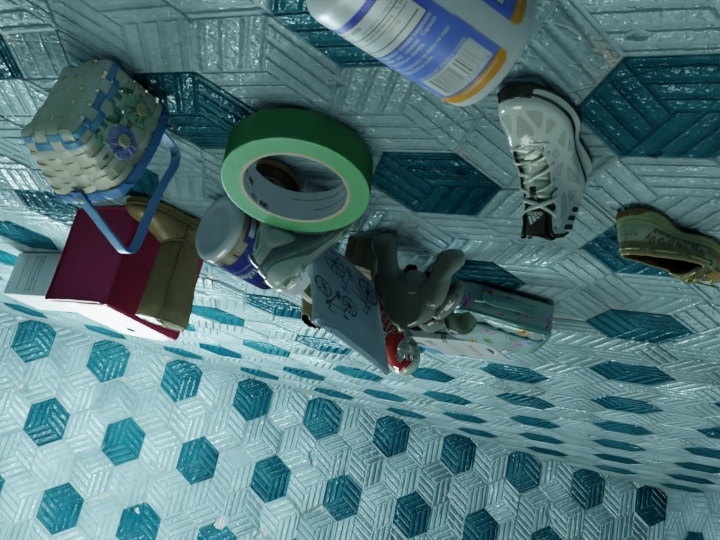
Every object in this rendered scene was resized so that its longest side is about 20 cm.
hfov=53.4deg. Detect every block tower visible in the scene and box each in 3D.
[{"bbox_3d":[0.000,0.000,1.299,0.053,0.059,0.201,12,160,4],"label":"block tower"}]

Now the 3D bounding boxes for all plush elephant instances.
[{"bbox_3d":[0.110,0.045,1.195,0.161,0.206,0.154,6,-176,27],"label":"plush elephant"}]

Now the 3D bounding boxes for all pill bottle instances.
[{"bbox_3d":[0.026,-0.218,0.536,0.197,0.115,0.111,24,160,-27],"label":"pill bottle"},{"bbox_3d":[-0.174,-0.035,1.225,0.114,0.119,0.198,-3,156,42],"label":"pill bottle"}]

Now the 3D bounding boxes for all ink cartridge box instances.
[{"bbox_3d":[0.212,0.135,1.516,0.196,0.068,0.115,1,158,36],"label":"ink cartridge box"}]

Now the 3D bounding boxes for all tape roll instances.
[{"bbox_3d":[-0.082,-0.124,0.932,0.195,0.049,0.202,6,149,3],"label":"tape roll"}]

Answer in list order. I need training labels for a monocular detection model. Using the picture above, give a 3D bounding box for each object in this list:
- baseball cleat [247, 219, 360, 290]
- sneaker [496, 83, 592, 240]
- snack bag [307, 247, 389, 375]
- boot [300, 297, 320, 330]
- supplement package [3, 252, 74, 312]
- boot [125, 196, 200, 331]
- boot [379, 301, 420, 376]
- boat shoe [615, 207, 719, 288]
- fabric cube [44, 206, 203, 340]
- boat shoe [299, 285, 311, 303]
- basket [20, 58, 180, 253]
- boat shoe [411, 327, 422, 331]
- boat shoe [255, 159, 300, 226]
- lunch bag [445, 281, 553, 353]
[{"bbox_3d":[-0.081,-0.061,1.048,0.107,0.200,0.070,50,142,-4],"label":"baseball cleat"},{"bbox_3d":[0.194,-0.100,0.753,0.074,0.118,0.200,0,158,35],"label":"sneaker"},{"bbox_3d":[-0.021,0.052,1.116,0.021,0.203,0.188,-32,131,22],"label":"snack bag"},{"bbox_3d":[-0.096,0.106,1.655,0.072,0.077,0.200,5,161,19],"label":"boot"},{"bbox_3d":[-0.826,0.031,1.904,0.196,0.123,0.121,2,157,33],"label":"supplement package"},{"bbox_3d":[-0.365,-0.013,1.292,0.172,0.205,0.066,21,161,-23],"label":"boot"},{"bbox_3d":[0.041,0.110,1.407,0.144,0.072,0.201,47,-171,-32],"label":"boot"},{"bbox_3d":[0.405,-0.016,0.929,0.196,0.064,0.073,21,160,-21],"label":"boat shoe"},{"bbox_3d":[-0.465,0.007,1.431,0.192,0.205,0.199,3,159,32],"label":"fabric cube"},{"bbox_3d":[-0.091,0.038,1.446,0.067,0.077,0.198,-9,152,39],"label":"boat shoe"},{"bbox_3d":[-0.313,-0.144,0.906,0.136,0.180,0.201,3,149,20],"label":"basket"},{"bbox_3d":[0.098,0.073,1.398,0.057,0.066,0.200,54,-178,20],"label":"boat shoe"},{"bbox_3d":[-0.127,-0.095,1.089,0.069,0.072,0.201,14,161,9],"label":"boat shoe"},{"bbox_3d":[0.253,0.090,1.337,0.195,0.079,0.161,14,162,1],"label":"lunch bag"}]
